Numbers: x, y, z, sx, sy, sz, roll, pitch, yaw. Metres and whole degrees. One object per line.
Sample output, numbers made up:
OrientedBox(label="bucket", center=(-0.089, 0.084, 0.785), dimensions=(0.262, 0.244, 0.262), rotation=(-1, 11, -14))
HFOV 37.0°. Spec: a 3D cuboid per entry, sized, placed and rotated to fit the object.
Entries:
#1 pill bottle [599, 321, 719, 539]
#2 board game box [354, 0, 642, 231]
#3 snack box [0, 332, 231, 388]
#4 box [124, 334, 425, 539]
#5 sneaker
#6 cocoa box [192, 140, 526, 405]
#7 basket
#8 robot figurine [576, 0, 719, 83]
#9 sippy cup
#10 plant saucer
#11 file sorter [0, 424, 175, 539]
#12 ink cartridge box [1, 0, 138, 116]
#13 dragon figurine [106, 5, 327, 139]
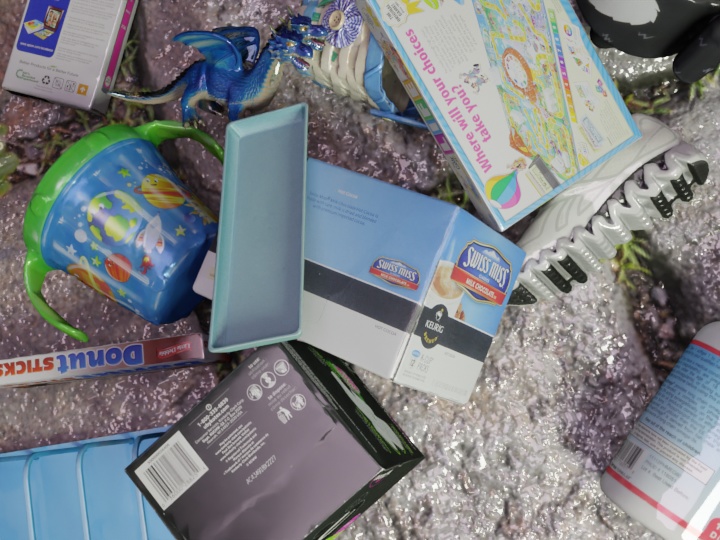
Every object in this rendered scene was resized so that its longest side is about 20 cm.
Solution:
OrientedBox(label="pill bottle", center=(0.276, 0.111, 0.803), dimensions=(0.109, 0.109, 0.201), rotation=(34, 92, 13))
OrientedBox(label="board game box", center=(0.104, -0.149, 0.803), dimensions=(0.134, 0.034, 0.201), rotation=(-33, 100, -8))
OrientedBox(label="snack box", center=(-0.217, 0.078, 0.925), dimensions=(0.199, 0.072, 0.024), rotation=(-8, 81, 11))
OrientedBox(label="box", center=(-0.055, 0.146, 0.819), dimensions=(0.148, 0.200, 0.124), rotation=(-42, 76, 4))
OrientedBox(label="sneaker", center=(0.178, -0.046, 0.866), dimensions=(0.200, 0.075, 0.081), rotation=(-37, 62, 5))
OrientedBox(label="cocoa box", center=(0.000, 0.000, 0.831), dimensions=(0.199, 0.133, 0.132), rotation=(21, 87, 33))
OrientedBox(label="basket", center=(0.049, -0.197, 0.865), dimensions=(0.199, 0.139, 0.177), rotation=(12, 89, 15))
OrientedBox(label="robot figurine", center=(0.232, -0.234, 0.799), dimensions=(0.150, 0.200, 0.125), rotation=(38, 73, -3))
OrientedBox(label="sippy cup", center=(-0.182, -0.029, 0.887), dimensions=(0.130, 0.140, 0.178), rotation=(36, 115, 15))
OrientedBox(label="plant saucer", center=(-0.069, -0.032, 0.773), dimensions=(0.070, 0.019, 0.201), rotation=(-12, 57, 17))
OrientedBox(label="file sorter", center=(-0.243, 0.211, 0.891), dimensions=(0.199, 0.123, 0.140), rotation=(-11, 81, 11))
OrientedBox(label="ink cartridge box", center=(-0.254, -0.249, 0.987), dimensions=(0.094, 0.037, 0.201), rotation=(15, 90, 13))
OrientedBox(label="dragon figurine", center=(-0.112, -0.165, 0.859), dimensions=(0.199, 0.059, 0.100), rotation=(15, 116, 29))
